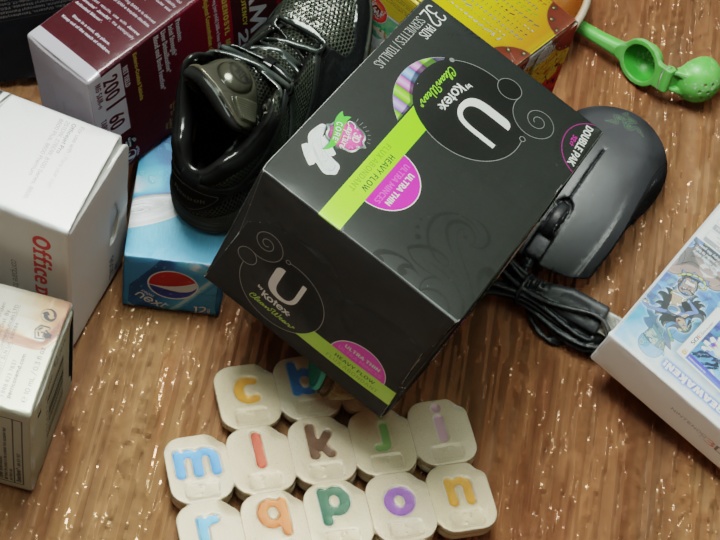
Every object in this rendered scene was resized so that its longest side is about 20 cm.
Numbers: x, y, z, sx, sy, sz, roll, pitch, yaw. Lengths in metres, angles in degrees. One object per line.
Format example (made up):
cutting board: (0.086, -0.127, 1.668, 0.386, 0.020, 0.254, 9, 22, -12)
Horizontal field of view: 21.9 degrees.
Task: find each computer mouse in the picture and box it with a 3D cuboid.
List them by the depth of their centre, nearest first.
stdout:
computer mouse: (0.155, -0.047, 1.293, 0.138, 0.053, 0.200, 28, 59, 11)

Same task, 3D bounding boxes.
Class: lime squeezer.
lime squeezer: (0.229, -0.162, 1.384, 0.200, 0.038, 0.071, 14, 57, 2)

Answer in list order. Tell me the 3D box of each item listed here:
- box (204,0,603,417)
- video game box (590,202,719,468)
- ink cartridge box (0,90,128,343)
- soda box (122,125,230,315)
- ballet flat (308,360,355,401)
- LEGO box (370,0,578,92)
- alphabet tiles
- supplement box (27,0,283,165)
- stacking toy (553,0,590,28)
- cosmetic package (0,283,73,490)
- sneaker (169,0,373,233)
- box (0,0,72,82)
box: (0.027, -0.041, 1.158, 0.148, 0.124, 0.200, 37, 51, 3)
video game box: (0.283, 0.057, 1.236, 0.200, 0.047, 0.182, 41, 59, 7)
ink cartridge box: (-0.255, -0.051, 1.182, 0.200, 0.145, 0.084, 21, 59, 6)
soda box: (-0.116, -0.073, 1.264, 0.068, 0.064, 0.200, 7, 57, -4)
ballet flat: (0.000, 0.000, 1.235, 0.072, 0.068, 0.200, 9, 51, -18)
LEGO box: (0.037, -0.166, 1.292, 0.200, 0.149, 0.077, 42, 59, 17)
alphabet tiles: (-0.019, 0.137, 1.170, 0.200, 0.015, 0.196, -8, 54, -13)
supplement box: (-0.118, -0.160, 1.215, 0.061, 0.109, 0.200, 38, 65, 21)
stacking toy: (0.098, -0.256, 1.322, 0.146, 0.200, 0.146, -1, 59, 2)
cosmetic package: (-0.283, 0.053, 1.140, 0.200, 0.103, 0.087, 15, 56, -1)
sneaker: (-0.054, -0.125, 1.178, 0.076, 0.114, 0.200, 34, 73, 10)
box: (-0.242, -0.271, 1.283, 0.124, 0.197, 0.200, -13, 60, -4)
